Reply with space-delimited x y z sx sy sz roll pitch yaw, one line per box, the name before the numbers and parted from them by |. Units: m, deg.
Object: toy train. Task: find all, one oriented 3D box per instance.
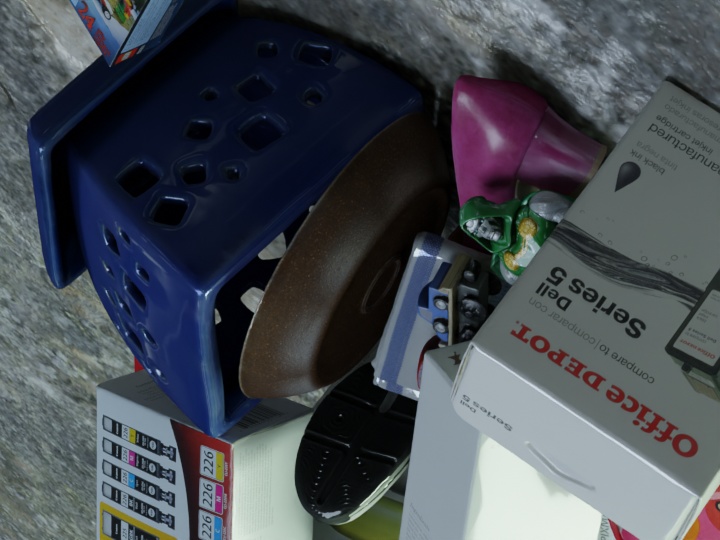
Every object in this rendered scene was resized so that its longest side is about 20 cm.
toy train | 0.056 0.061 1.564 0.046 0.034 0.200 20 141 16

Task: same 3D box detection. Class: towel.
towel | 0.111 0.051 1.573 0.200 0.024 0.147 18 140 2

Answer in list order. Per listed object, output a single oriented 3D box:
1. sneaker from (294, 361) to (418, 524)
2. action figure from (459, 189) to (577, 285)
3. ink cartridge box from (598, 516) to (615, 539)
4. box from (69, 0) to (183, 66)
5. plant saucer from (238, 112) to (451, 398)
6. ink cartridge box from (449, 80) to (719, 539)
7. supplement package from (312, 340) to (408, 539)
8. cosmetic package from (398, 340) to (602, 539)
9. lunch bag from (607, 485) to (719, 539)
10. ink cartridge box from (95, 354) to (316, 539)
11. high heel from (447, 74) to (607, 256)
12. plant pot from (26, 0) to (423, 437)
sneaker | 0.035 0.100 1.693 0.076 0.201 0.115 18 152 29
action figure | 0.147 0.008 1.479 0.200 0.055 0.118 25 121 3
ink cartridge box | 0.168 0.202 1.664 0.047 0.199 0.160 -114 15 -53
box | -0.164 -0.233 1.487 0.200 0.038 0.137 58 154 8
plant saucer | 0.000 0.000 1.559 0.037 0.200 0.201 32 155 15
ink cartridge box | 0.163 0.023 1.381 0.145 0.200 0.084 33 155 9
supplement package | 0.052 0.177 1.805 0.200 0.191 0.147 17 148 39
cosmetic package | 0.086 0.134 1.539 0.071 0.101 0.200 51 145 45
lunch bag | 0.252 0.153 1.468 0.200 0.082 0.176 -8 124 27
ink cartridge box | -0.121 0.170 1.746 0.175 0.084 0.201 19 115 39
high heel | 0.063 -0.046 1.546 0.096 0.067 0.200 31 151 -7
plant pot | -0.092 -0.049 1.619 0.180 0.200 0.200 37 155 18
